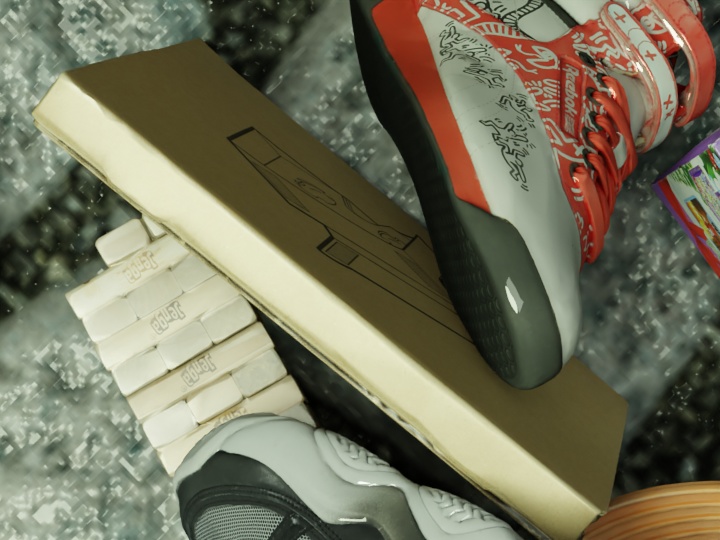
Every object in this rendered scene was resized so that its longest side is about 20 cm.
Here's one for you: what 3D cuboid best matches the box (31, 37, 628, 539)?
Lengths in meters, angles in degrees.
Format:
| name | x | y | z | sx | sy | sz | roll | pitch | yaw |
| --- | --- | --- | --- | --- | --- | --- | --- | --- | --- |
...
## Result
| name | x | y | z | sx | sy | sz | roll | pitch | yaw |
| --- | --- | --- | --- | --- | --- | --- | --- | --- | --- |
| box | 0.000 | 0.000 | 0.726 | 0.200 | 0.163 | 0.021 | 39 | 103 | 2 |

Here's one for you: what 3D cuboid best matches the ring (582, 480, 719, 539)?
| name | x | y | z | sx | sy | sz | roll | pitch | yaw |
| --- | --- | --- | --- | --- | --- | --- | --- | --- | --- |
| ring | 0.144 | 0.135 | 0.725 | 0.200 | 0.201 | 0.019 | 28 | 48 | 2 |

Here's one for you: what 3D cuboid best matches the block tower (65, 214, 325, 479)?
| name | x | y | z | sx | sy | sz | roll | pitch | yaw |
| --- | --- | --- | --- | --- | --- | --- | --- | --- | --- |
| block tower | -0.030 | 0.074 | 0.776 | 0.054 | 0.058 | 0.200 | -30 | 86 | -1 |

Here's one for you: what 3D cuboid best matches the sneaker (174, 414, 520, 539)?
| name | x | y | z | sx | sy | sz | roll | pitch | yaw |
| --- | --- | --- | --- | --- | --- | --- | --- | --- | --- |
| sneaker | -0.009 | 0.116 | 0.649 | 0.114 | 0.200 | 0.076 | -50 | 131 | -19 |

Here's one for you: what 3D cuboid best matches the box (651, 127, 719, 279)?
| name | x | y | z | sx | sy | sz | roll | pitch | yaw |
| --- | --- | --- | --- | --- | --- | --- | --- | --- | --- |
| box | 0.175 | 0.034 | 0.735 | 0.039 | 0.137 | 0.200 | -37 | 88 | -3 |

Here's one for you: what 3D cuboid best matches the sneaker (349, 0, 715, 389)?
| name | x | y | z | sx | sy | sz | roll | pitch | yaw |
| --- | --- | --- | --- | --- | --- | --- | --- | --- | --- |
| sneaker | 0.068 | -0.047 | 0.723 | 0.108 | 0.202 | 0.067 | -13 | 126 | -5 |
